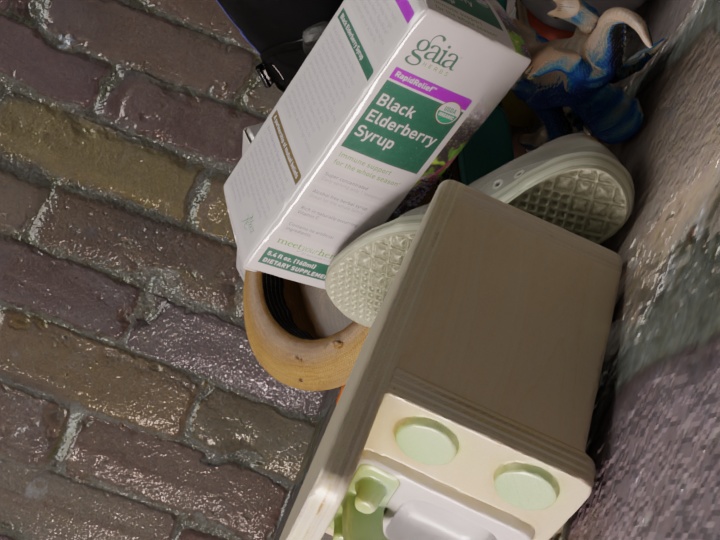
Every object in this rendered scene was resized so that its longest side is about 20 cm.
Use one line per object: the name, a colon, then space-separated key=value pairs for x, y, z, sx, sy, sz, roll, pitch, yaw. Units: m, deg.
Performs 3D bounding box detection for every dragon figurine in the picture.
dragon figurine: x=0.139 y=-0.113 z=0.615 sx=0.200 sy=0.099 sz=0.059 roll=-12 pitch=57 yaw=66

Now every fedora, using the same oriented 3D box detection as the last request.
fedora: x=0.000 y=0.000 z=0.743 sx=0.201 sy=0.082 sz=0.201 roll=-24 pitch=54 yaw=39

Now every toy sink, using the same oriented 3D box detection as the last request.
toy sink: x=0.045 y=0.079 z=0.515 sx=0.130 sy=0.112 sz=0.200 roll=113 pitch=-179 yaw=-46

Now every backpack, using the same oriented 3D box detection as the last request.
backpack: x=-0.011 y=-0.244 z=0.814 sx=0.200 sy=0.183 sz=0.147 roll=6 pitch=52 yaw=45

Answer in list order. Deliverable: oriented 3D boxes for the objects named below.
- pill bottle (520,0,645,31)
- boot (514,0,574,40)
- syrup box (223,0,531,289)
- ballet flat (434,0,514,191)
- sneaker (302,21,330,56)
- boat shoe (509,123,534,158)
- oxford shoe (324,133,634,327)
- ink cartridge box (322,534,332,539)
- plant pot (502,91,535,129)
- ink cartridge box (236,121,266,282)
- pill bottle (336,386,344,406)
pill bottle: x=0.130 y=-0.257 z=0.737 sx=0.200 sy=0.109 sz=0.109 roll=-109 pitch=34 yaw=-49
boot: x=0.183 y=-0.262 z=0.816 sx=0.107 sy=0.075 sz=0.200 roll=149 pitch=143 yaw=-78
syrup box: x=0.003 y=-0.086 z=0.632 sx=0.200 sy=0.079 sz=0.081 roll=-51 pitch=40 yaw=31
ballet flat: x=0.063 y=-0.117 z=0.703 sx=0.068 sy=0.075 sz=0.200 roll=-12 pitch=-78 yaw=-44
sneaker: x=0.029 y=-0.113 z=0.766 sx=0.074 sy=0.200 sz=0.079 roll=-2 pitch=62 yaw=40
boat shoe: x=0.092 y=-0.017 z=0.776 sx=0.072 sy=0.068 sz=0.200 roll=120 pitch=170 yaw=-76
oxford shoe: x=0.067 y=-0.019 z=0.608 sx=0.200 sy=0.075 sz=0.058 roll=-26 pitch=23 yaw=30
ink cartridge box: x=-0.044 y=0.306 z=0.881 sx=0.200 sy=0.084 sz=0.146 roll=-72 pitch=4 yaw=-49
plant pot: x=0.080 y=-0.155 z=0.992 sx=0.200 sy=0.142 sz=0.200 roll=165 pitch=90 yaw=-72
ink cartridge box: x=-0.027 y=-0.052 z=0.927 sx=0.084 sy=0.144 sz=0.200 roll=59 pitch=156 yaw=27
pill bottle: x=0.045 y=0.041 z=0.883 sx=0.106 sy=0.106 sz=0.200 roll=-76 pitch=8 yaw=-72
